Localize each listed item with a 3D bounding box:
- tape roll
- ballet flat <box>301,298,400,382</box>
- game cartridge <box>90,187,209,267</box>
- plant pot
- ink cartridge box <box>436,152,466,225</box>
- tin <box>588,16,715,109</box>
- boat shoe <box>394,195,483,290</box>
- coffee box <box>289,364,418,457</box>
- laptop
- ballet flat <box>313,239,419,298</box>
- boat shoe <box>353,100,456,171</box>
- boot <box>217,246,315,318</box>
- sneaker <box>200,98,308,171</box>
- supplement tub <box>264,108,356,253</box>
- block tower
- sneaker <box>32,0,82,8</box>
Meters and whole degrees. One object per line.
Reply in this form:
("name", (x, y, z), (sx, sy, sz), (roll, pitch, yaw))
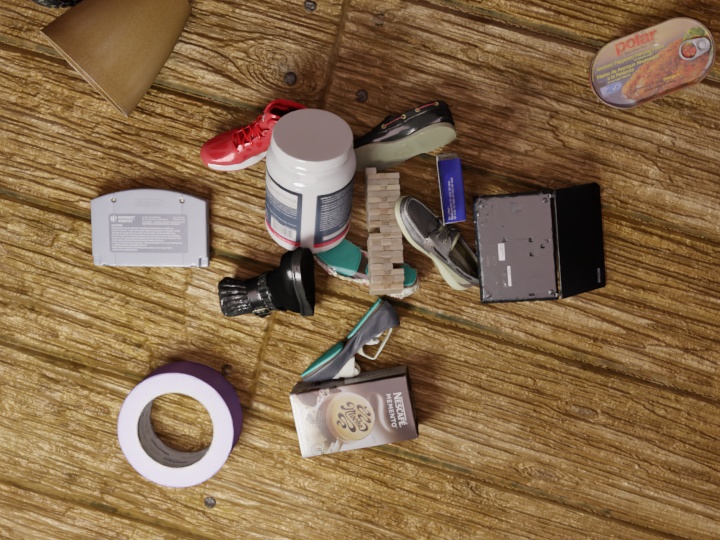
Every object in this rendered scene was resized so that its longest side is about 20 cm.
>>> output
("tape roll", (-0.307, 0.261, 1.778), (0.199, 0.085, 0.201), (1, 98, 4))
("ballet flat", (-0.010, 0.135, 1.745), (0.200, 0.073, 0.073), (-44, 93, 7))
("game cartridge", (-0.353, -0.073, 1.756), (0.199, 0.040, 0.134), (1, 102, 4))
("plant pot", (-0.369, -0.379, 1.650), (0.186, 0.186, 0.200), (44, 86, -3))
("ink cartridge box", (0.141, -0.130, 1.625), (0.039, 0.200, 0.100), (-5, 100, 6))
("tin", (0.461, -0.330, 1.654), (0.200, 0.042, 0.112), (-19, 101, 7))
("boat shoe", (0.134, -0.049, 1.677), (0.066, 0.072, 0.201), (-15, 125, 44))
("coffee box", (-0.008, 0.236, 1.753), (0.199, 0.080, 0.113), (-11, 97, 6))
("laptop", (0.292, -0.045, 1.691), (0.199, 0.103, 0.178), (-4, 98, 14))
("ballet flat", (0.000, 0.000, 1.725), (0.200, 0.064, 0.076), (23, 60, 2))
("boat shoe", (0.056, -0.216, 1.692), (0.201, 0.074, 0.063), (-19, 61, 17))
("boot", (-0.155, 0.024, 1.678), (0.157, 0.211, 0.080), (3, 65, 1))
("sneaker", (-0.169, -0.229, 1.669), (0.199, 0.116, 0.079), (-16, 66, -2))
("supplement tub", (-0.079, -0.138, 1.631), (0.140, 0.141, 0.200), (10, 138, 3))
("block tower", (0.038, -0.065, 1.682), (0.058, 0.054, 0.201), (-3, 77, -6))
("sneaker", (-0.456, -0.495, 1.687), (0.200, 0.079, 0.089), (-25, 85, 1))
